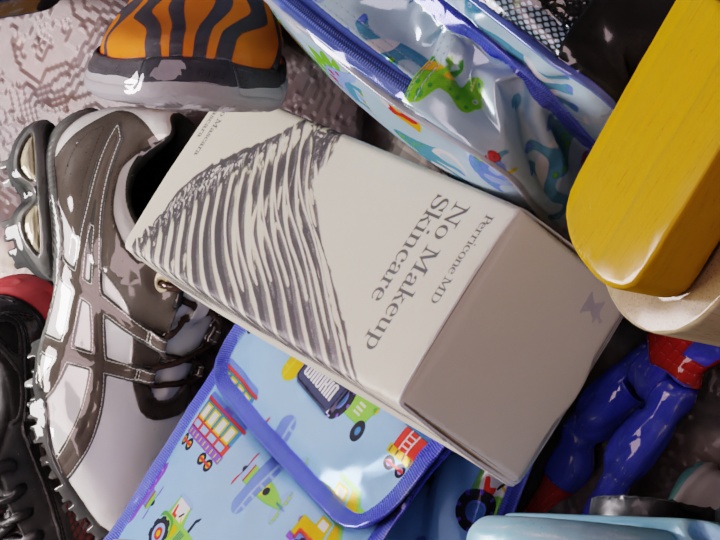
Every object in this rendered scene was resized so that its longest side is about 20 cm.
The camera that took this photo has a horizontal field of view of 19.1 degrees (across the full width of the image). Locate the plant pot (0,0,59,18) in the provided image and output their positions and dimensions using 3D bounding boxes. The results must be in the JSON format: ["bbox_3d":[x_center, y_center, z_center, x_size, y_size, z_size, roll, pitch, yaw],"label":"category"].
[{"bbox_3d":[-0.178,-0.211,0.881,0.200,0.200,0.180,-44,80,26],"label":"plant pot"}]

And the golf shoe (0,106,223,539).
[{"bbox_3d":[-0.094,0.026,0.920,0.094,0.078,0.201,-13,90,31],"label":"golf shoe"}]

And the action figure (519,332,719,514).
[{"bbox_3d":[0.091,0.042,0.799,0.200,0.099,0.065,-52,43,21],"label":"action figure"}]

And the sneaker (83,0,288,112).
[{"bbox_3d":[-0.061,-0.126,0.818,0.077,0.200,0.113,5,106,-4],"label":"sneaker"}]

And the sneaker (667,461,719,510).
[{"bbox_3d":[0.152,0.175,0.791,0.091,0.078,0.201,4,93,21],"label":"sneaker"}]

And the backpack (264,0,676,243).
[{"bbox_3d":[0.047,-0.114,0.752,0.147,0.183,0.200,-47,67,7],"label":"backpack"}]

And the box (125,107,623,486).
[{"bbox_3d":[0.000,0.000,0.781,0.200,0.068,0.082,24,80,53],"label":"box"}]

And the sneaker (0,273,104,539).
[{"bbox_3d":[-0.153,0.104,0.951,0.071,0.098,0.202,-16,88,29],"label":"sneaker"}]

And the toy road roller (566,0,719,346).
[{"bbox_3d":[0.168,-0.035,0.612,0.201,0.122,0.146,-60,38,27],"label":"toy road roller"}]

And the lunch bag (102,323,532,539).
[{"bbox_3d":[0.000,0.072,0.844,0.201,0.094,0.151,-63,34,9],"label":"lunch bag"}]

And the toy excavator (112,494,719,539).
[{"bbox_3d":[0.038,0.116,0.710,0.194,0.199,0.101,-7,73,54],"label":"toy excavator"}]
